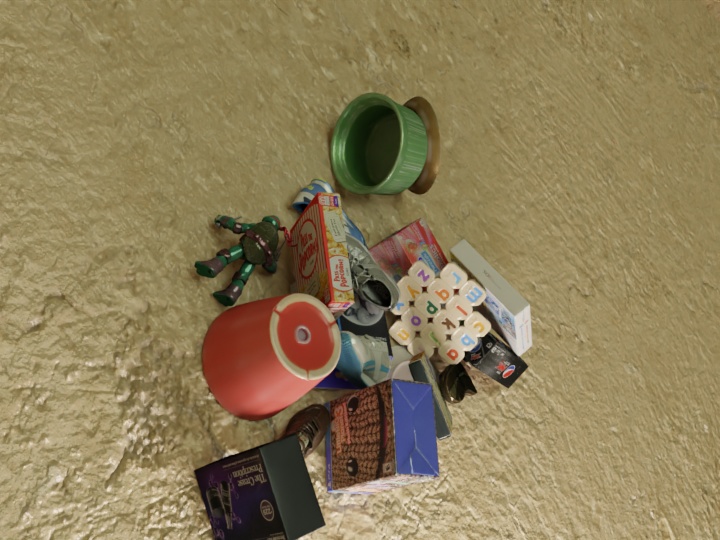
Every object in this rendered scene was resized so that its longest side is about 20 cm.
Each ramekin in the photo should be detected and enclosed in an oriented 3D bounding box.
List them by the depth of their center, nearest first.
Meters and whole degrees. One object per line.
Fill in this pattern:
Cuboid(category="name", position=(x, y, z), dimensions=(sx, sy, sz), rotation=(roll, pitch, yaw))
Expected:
Cuboid(category="ramekin", position=(0.041, -0.246, 1.748), dimensions=(0.097, 0.199, 0.203), rotation=(7, 67, -46))

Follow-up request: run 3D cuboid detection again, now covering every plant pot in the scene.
Cuboid(category="plant pot", position=(-0.138, 0.130, 1.444), dimensions=(0.199, 0.177, 0.203), rotation=(17, 61, -34))
Cuboid(category="plant pot", position=(0.108, -0.258, 1.813), dimensions=(0.027, 0.200, 0.203), rotation=(-5, 74, -23))

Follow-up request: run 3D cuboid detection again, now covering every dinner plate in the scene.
Cuboid(category="dinner plate", position=(0.101, 0.243, 1.708), dimensions=(0.198, 0.024, 0.203), rotation=(18, 61, -36))

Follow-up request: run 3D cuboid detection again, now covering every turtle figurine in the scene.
Cuboid(category="turtle figurine", position=(-0.196, -0.041, 1.526), dimensions=(0.150, 0.100, 0.201), rotation=(48, 54, -14))

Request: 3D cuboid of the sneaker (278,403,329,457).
Cuboid(category="sneaker", position=(-0.102, 0.294, 1.474), dimensions=(0.071, 0.075, 0.200), rotation=(54, 47, -8))

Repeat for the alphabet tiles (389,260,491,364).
Cuboid(category="alphabet tiles", position=(0.149, 0.082, 1.699), dimensions=(0.195, 0.200, 0.015), rotation=(40, 22, -1))

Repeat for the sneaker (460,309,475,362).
Cuboid(category="sneaker", position=(0.234, 0.103, 1.868), dimensions=(0.088, 0.077, 0.202), rotation=(19, 58, 4))

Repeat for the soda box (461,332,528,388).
Cuboid(category="soda box", position=(0.272, 0.178, 1.790), dimensions=(0.063, 0.071, 0.200), rotation=(47, 7, 35))

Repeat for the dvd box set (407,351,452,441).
Cuboid(category="dvd box set", position=(0.132, 0.229, 1.620), dimensions=(0.200, 0.029, 0.148), rotation=(7, 61, -84))

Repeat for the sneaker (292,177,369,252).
Cuboid(category="sneaker", position=(-0.059, -0.075, 1.675), dimensions=(0.082, 0.074, 0.201), rotation=(-37, 92, -37))

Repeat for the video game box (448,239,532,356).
Cuboid(category="video game box", position=(0.262, 0.055, 1.747), dimensions=(0.047, 0.183, 0.200), rotation=(-38, 60, -7))

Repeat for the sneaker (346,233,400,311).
Cuboid(category="sneaker", position=(0.000, 0.000, 1.618), dimensions=(0.199, 0.075, 0.082), rotation=(38, 10, -9))

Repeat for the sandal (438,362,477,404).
Cuboid(category="sandal", position=(0.183, 0.230, 1.737), dimensions=(0.082, 0.054, 0.200), rotation=(62, 19, 3))

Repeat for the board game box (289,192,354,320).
Cuboid(category="board game box", position=(-0.069, -0.011, 1.523), dimensions=(0.046, 0.152, 0.203), rotation=(2, 66, -24))

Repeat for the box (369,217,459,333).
Cuboid(category="box", position=(0.118, 0.012, 1.770), dimensions=(0.102, 0.094, 0.202), rotation=(-33, 95, -43))

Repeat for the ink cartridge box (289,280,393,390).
Cuboid(category="ink cartridge box", position=(-0.029, 0.120, 1.623), dimensions=(0.196, 0.043, 0.203), rotation=(8, 63, -39))

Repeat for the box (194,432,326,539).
Cuboid(category="box", position=(-0.156, 0.342, 1.321), dimensions=(0.078, 0.199, 0.143), rotation=(-15, 81, -43))

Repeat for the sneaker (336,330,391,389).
Cuboid(category="sneaker", position=(0.000, 0.146, 1.533), dimensions=(0.081, 0.076, 0.200), rotation=(-59, 153, -17))

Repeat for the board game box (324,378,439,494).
Cuboid(category="board game box", position=(0.033, 0.290, 1.505), dimensions=(0.096, 0.199, 0.162), rotation=(13, 63, -34))
